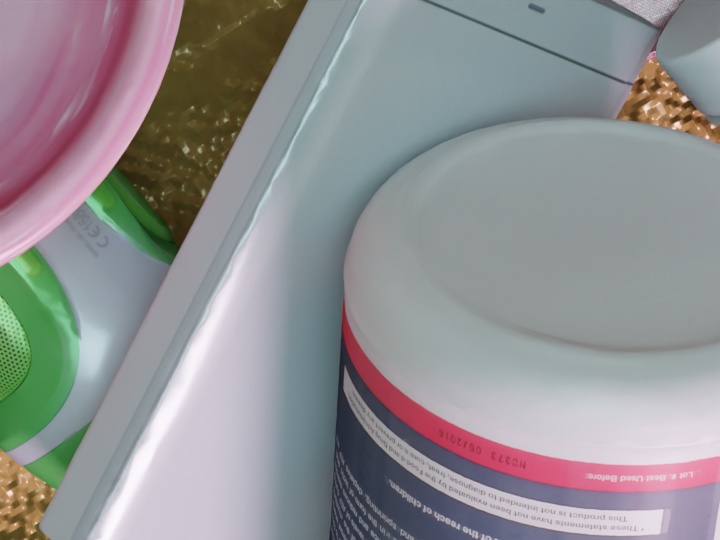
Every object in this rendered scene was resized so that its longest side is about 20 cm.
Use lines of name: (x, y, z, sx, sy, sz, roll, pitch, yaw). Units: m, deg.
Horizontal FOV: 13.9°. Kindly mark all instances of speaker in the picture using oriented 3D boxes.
speaker: (-0.125, -0.032, 0.870, 0.088, 0.088, 0.200, -40, 97, 3)

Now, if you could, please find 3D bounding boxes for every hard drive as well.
hard drive: (0.000, 0.000, 0.853, 0.027, 0.132, 0.200, 35, 102, 37)

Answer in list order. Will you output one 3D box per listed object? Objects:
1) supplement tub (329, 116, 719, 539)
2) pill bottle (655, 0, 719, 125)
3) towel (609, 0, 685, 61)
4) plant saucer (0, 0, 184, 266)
supplement tub: (0.061, 0.071, 0.835, 0.140, 0.141, 0.200, 2, 125, -3)
pill bottle: (0.182, -0.017, 0.866, 0.112, 0.112, 0.200, -42, 103, 3)
towel: (0.057, -0.159, 0.895, 0.144, 0.023, 0.200, -21, 97, 1)
plant saucer: (-0.148, -0.087, 0.795, 0.200, 0.051, 0.201, 1, 85, -9)
